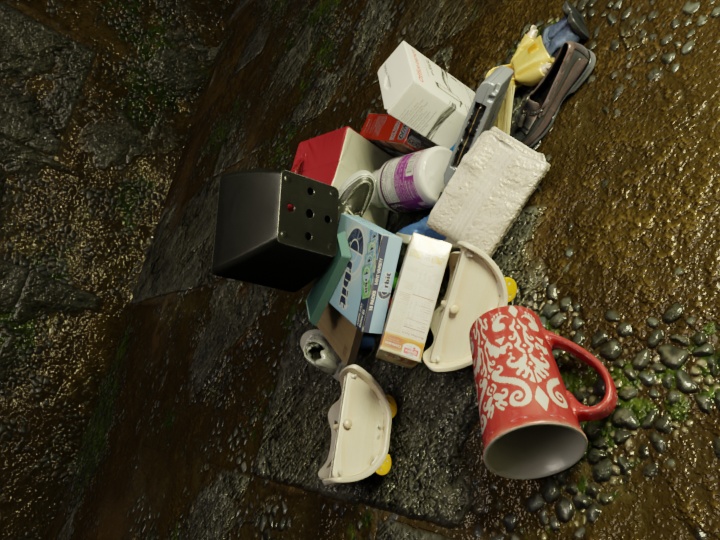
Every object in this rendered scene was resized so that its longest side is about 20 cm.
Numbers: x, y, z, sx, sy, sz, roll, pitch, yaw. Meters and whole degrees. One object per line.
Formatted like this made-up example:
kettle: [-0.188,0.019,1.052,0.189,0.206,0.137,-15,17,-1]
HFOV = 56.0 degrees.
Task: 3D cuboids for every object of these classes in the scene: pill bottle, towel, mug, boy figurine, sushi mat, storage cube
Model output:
pill bottle: [0.101,-0.174,1.340,0.199,0.111,0.114,-3,67,57]
towel: [0.211,-0.127,1.124,0.132,0.034,0.202,36,101,25]
mug: [0.236,0.159,0.922,0.202,0.174,0.135,-94,5,-46]
boy figurine: [0.309,-0.386,1.210,0.199,0.064,0.126,-33,46,38]
sushi mat: [0.246,-0.224,1.210,0.096,0.012,0.203,120,162,-67]
storage cube: [-0.043,-0.187,1.498,0.178,0.199,0.174,-5,64,49]

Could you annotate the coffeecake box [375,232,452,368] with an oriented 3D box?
coffeecake box: [0.089,0.058,1.169,0.154,0.072,0.203,97,-171,-78]

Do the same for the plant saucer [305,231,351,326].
plant saucer: [-0.066,0.018,1.302,0.071,0.019,0.201,-105,31,-42]

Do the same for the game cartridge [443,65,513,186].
game cartridge: [0.208,-0.254,1.192,0.133,0.040,0.202,-43,-23,-51]

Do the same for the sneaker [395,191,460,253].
sneaker: [0.147,-0.092,1.240,0.199,0.076,0.113,4,79,54]

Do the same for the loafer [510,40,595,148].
loafer: [0.308,-0.294,1.142,0.201,0.062,0.072,-54,35,24]

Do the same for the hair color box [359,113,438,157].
hair color box: [0.092,-0.277,1.426,0.199,0.110,0.065,24,90,60]

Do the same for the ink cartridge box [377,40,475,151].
ink cartridge box: [0.139,-0.324,1.297,0.084,0.198,0.148,-43,37,32]

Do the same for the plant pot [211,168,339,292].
plant pot: [-0.145,-0.085,1.280,0.176,0.198,0.203,-14,68,47]

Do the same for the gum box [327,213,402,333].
gum box: [0.000,0.000,1.234,0.200,0.044,0.173,-147,67,-64]

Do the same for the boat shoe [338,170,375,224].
boat shoe: [-0.027,-0.102,1.345,0.202,0.070,0.064,-58,29,13]

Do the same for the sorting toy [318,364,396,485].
sorting toy: [-0.026,0.301,1.225,0.180,0.105,0.203,-37,37,54]

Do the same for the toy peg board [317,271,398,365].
toy peg board: [0.003,0.061,1.373,0.200,0.096,0.202,44,122,60]

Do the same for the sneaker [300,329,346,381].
sneaker: [-0.090,0.166,1.437,0.199,0.080,0.076,25,92,61]

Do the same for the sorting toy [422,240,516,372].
sorting toy: [0.161,0.049,1.115,0.180,0.105,0.203,-133,58,-72]
